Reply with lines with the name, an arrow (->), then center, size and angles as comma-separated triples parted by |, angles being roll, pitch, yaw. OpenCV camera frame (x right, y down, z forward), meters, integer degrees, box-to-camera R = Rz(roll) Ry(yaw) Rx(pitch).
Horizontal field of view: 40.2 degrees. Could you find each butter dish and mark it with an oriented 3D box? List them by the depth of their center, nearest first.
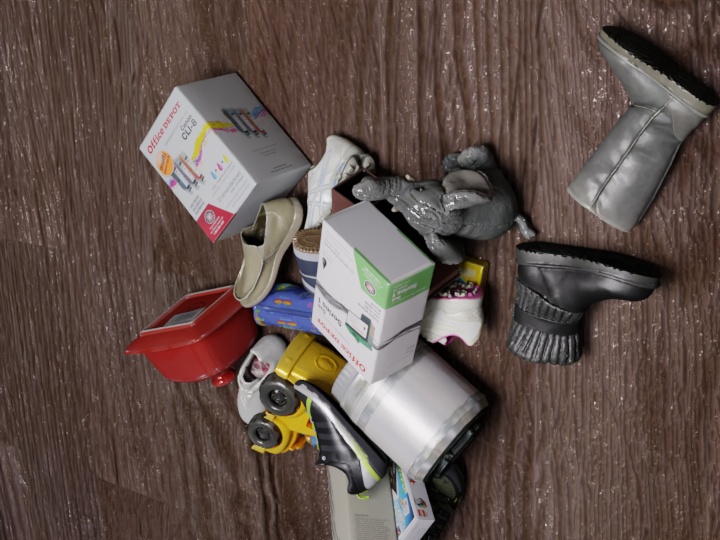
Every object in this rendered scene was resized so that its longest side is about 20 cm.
butter dish -> -0.255, 0.125, 1.644 | 0.199, 0.199, 0.149 | -11, 111, 37

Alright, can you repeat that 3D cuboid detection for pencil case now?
pencil case -> -0.081, 0.063, 1.556 | 0.199, 0.087, 0.079 | 8, 91, 34

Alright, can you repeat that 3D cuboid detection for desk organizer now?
desk organizer -> 0.047, -0.054, 1.379 | 0.200, 0.072, 0.077 | 38, 148, 30

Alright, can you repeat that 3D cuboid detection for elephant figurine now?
elephant figurine -> 0.112, -0.079, 1.298 | 0.154, 0.200, 0.143 | -7, 103, 36

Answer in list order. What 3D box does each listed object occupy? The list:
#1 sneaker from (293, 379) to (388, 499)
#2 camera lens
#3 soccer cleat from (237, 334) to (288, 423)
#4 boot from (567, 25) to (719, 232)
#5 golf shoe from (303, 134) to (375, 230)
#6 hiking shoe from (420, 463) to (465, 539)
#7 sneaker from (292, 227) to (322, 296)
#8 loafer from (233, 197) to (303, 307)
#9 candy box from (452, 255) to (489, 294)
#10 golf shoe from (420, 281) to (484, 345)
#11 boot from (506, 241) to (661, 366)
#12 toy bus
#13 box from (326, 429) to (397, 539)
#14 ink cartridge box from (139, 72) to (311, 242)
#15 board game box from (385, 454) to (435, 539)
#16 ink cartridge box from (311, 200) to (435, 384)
sneaker -> -0.046, 0.250, 1.453 | 0.083, 0.072, 0.200 | -43, 73, 0
camera lens -> 0.076, 0.196, 1.450 | 0.200, 0.160, 0.161 | 41, 125, 15
soccer cleat -> -0.184, 0.193, 1.677 | 0.070, 0.086, 0.201 | 34, 124, 20
boot -> 0.318, -0.173, 1.214 | 0.182, 0.072, 0.201 | 45, 133, 15
golf shoe -> -0.048, -0.112, 1.495 | 0.097, 0.078, 0.201 | 49, 125, 33
hiking shoe -> 0.107, 0.382, 1.529 | 0.075, 0.101, 0.201 | 20, 121, 12
sneaker -> 0.000, 0.000, 1.458 | 0.198, 0.070, 0.109 | 8, 134, 11
loafer -> -0.158, -0.033, 1.532 | 0.201, 0.068, 0.076 | -63, 33, 23
candy box -> 0.091, 0.009, 1.457 | 0.199, 0.026, 0.103 | 19, 113, 28
golf shoe -> 0.087, 0.066, 1.420 | 0.199, 0.075, 0.092 | 1, 111, 36
boot -> 0.291, 0.053, 1.298 | 0.210, 0.079, 0.160 | 13, 109, 40
toy bus -> -0.066, 0.227, 1.596 | 0.191, 0.136, 0.201 | 26, 123, 6
box -> -0.001, 0.346, 1.494 | 0.069, 0.081, 0.201 | 126, 147, -46
ink cartridge box -> -0.211, -0.178, 1.524 | 0.200, 0.144, 0.145 | 50, 128, 10
board game box -> 0.050, 0.338, 1.525 | 0.127, 0.034, 0.201 | -60, 30, 34
ink cartridge box -> 0.012, 0.033, 1.333 | 0.146, 0.084, 0.201 | 44, 143, 32
